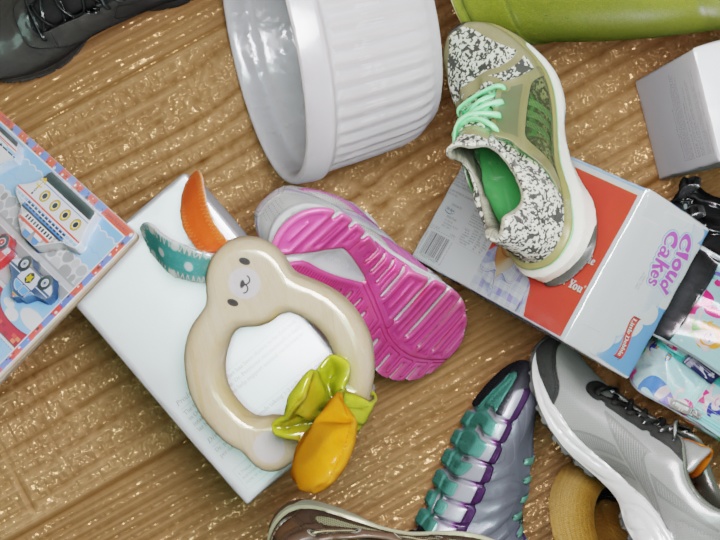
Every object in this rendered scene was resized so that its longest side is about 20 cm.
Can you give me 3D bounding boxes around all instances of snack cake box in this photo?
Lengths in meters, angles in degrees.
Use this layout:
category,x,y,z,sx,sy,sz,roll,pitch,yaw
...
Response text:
category,x,y,z,sx,sy,sz,roll,pitch,yaw
snack cake box,0.133,-0.019,1.605,0.067,0.200,0.115,29,91,-34

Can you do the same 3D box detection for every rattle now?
category,x,y,z,sx,sy,sz,roll,pitch,yaw
rattle,-0.078,0.040,1.502,0.130,0.143,0.200,-21,100,26

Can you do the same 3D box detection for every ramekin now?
category,x,y,z,sx,sy,sz,roll,pitch,yaw
ramekin,-0.019,-0.166,1.616,0.105,0.200,0.200,-13,87,-14

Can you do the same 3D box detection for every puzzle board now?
category,x,y,z,sx,sy,sz,roll,pitch,yaw
puzzle board,-0.258,-0.019,1.610,0.151,0.017,0.200,-47,50,-4

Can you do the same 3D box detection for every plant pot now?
category,x,y,z,sx,sy,sz,roll,pitch,yaw
plant pot,0.187,-0.237,1.593,0.193,0.200,0.200,13,85,28

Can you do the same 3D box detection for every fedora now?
category,x,y,z,sx,sy,sz,roll,pitch,yaw
fedora,0.193,0.226,1.642,0.201,0.201,0.082,39,124,-1

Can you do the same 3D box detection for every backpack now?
category,x,y,z,sx,sy,sz,roll,pitch,yaw
backpack,0.284,0.048,1.632,0.200,0.178,0.151,24,106,-3

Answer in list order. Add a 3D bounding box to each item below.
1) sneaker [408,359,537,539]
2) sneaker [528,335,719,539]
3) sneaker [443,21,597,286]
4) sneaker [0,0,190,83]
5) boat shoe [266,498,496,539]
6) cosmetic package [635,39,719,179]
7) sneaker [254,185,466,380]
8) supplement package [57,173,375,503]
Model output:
category,x,y,z,sx,sy,sz,roll,pitch,yaw
sneaker,0.096,0.163,1.670,0.088,0.074,0.200,27,96,-12
sneaker,0.191,0.119,1.609,0.079,0.074,0.200,-46,72,24
sneaker,0.090,-0.088,1.540,0.077,0.089,0.200,-37,57,28
sneaker,-0.193,-0.197,1.654,0.200,0.091,0.076,-29,91,-4
boat shoe,0.035,0.212,1.594,0.202,0.075,0.075,12,98,-5
cosmetic package,0.268,-0.117,1.628,0.113,0.200,0.081,-13,88,-3
sneaker,0.000,0.000,1.641,0.081,0.088,0.200,-42,129,5
supplement package,-0.097,0.044,1.627,0.117,0.117,0.200,-40,90,2
